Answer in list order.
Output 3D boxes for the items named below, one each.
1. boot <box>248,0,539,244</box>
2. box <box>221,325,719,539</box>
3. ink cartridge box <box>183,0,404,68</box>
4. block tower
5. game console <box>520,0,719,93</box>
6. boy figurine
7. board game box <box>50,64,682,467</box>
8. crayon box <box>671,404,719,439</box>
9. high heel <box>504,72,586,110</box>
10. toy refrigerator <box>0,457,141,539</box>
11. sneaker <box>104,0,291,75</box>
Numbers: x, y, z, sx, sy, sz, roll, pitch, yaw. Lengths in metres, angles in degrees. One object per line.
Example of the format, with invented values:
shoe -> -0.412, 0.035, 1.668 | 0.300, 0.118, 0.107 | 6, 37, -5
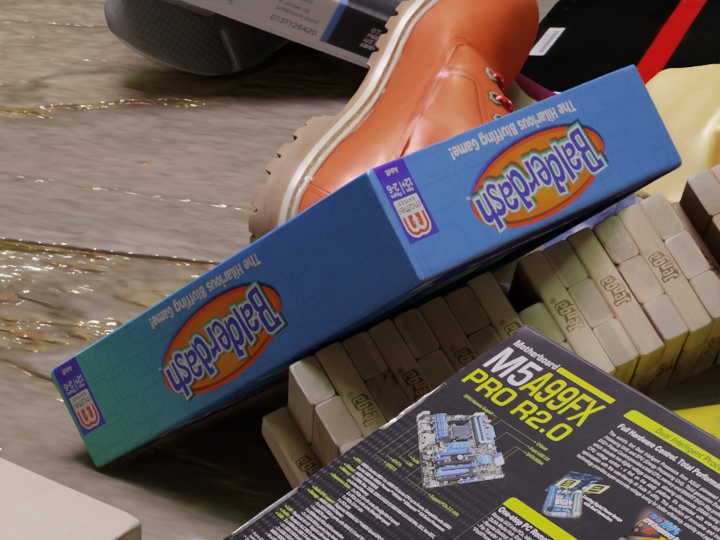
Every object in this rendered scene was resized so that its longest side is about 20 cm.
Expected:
boot -> 0.046, -0.061, 1.193 | 0.107, 0.075, 0.200 | 14, 52, 29
box -> 0.049, 0.107, 0.777 | 0.160, 0.044, 0.200 | -34, 33, -18
ink cartridge box -> -0.035, -0.204, 1.456 | 0.196, 0.047, 0.201 | 18, 45, -14
block tower -> 0.065, 0.027, 0.941 | 0.199, 0.058, 0.054 | -26, 69, -14
game console -> 0.170, -0.109, 1.430 | 0.176, 0.031, 0.200 | 1, 21, 17
boy figurine -> 0.131, -0.038, 1.062 | 0.200, 0.065, 0.124 | -46, 26, -19
board game box -> 0.000, 0.000, 0.980 | 0.152, 0.045, 0.200 | -24, -4, -44
crayon box -> 0.163, 0.087, 0.890 | 0.198, 0.051, 0.127 | -6, 22, -11
high heel -> 0.095, -0.048, 1.269 | 0.068, 0.096, 0.200 | -56, 28, -11
toy refrigerator -> -0.153, 0.128, 0.773 | 0.076, 0.070, 0.200 | 19, 28, 26
sneaker -> -0.068, -0.150, 1.490 | 0.199, 0.071, 0.080 | -13, 13, -42
